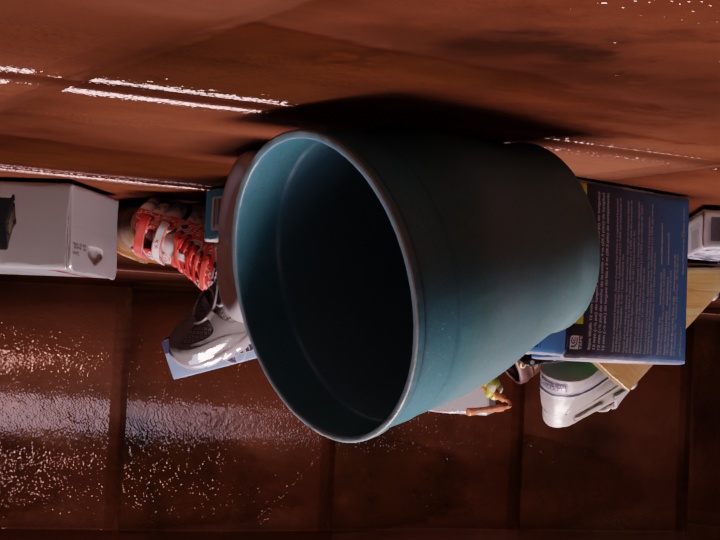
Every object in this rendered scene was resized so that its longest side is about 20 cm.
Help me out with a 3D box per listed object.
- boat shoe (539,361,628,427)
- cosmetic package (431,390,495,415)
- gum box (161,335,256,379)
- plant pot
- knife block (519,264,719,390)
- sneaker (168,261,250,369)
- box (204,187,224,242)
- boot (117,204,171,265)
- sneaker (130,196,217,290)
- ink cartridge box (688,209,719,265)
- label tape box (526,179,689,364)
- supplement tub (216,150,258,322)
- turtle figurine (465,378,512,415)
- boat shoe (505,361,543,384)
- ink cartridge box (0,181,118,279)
[{"bbox_3d":[0.250,0.110,1.825,0.071,0.070,0.200,19,-153,32],"label":"boat shoe"},{"bbox_3d":[0.098,0.053,1.907,0.101,0.200,0.071,3,178,11],"label":"cosmetic package"},{"bbox_3d":[-0.075,0.046,1.748,0.170,0.045,0.200,-15,-175,26],"label":"gum box"},{"bbox_3d":[0.048,-0.007,1.157,0.188,0.200,0.200,-14,-173,-34],"label":"plant pot"},{"bbox_3d":[0.222,0.022,1.691,0.176,0.200,0.064,43,180,-6],"label":"knife block"},{"bbox_3d":[-0.105,-0.002,1.539,0.082,0.200,0.075,39,-175,-39],"label":"sneaker"},{"bbox_3d":[-0.038,-0.044,1.641,0.200,0.049,0.082,5,176,-30],"label":"box"},{"bbox_3d":[-0.172,-0.030,1.854,0.200,0.074,0.155,17,171,-19],"label":"boot"},{"bbox_3d":[-0.163,-0.012,1.677,0.108,0.067,0.201,7,-157,-14],"label":"sneaker"},{"bbox_3d":[0.405,-0.027,1.652,0.200,0.043,0.198,1,176,3],"label":"ink cartridge box"},{"bbox_3d":[0.186,0.003,1.449,0.200,0.144,0.066,5,175,-41],"label":"label tape box"},{"bbox_3d":[-0.001,-0.020,1.338,0.200,0.132,0.132,5,176,-17],"label":"supplement tub"},{"bbox_3d":[0.061,0.070,1.783,0.200,0.064,0.161,19,-162,-9],"label":"turtle figurine"},{"bbox_3d":[0.125,0.031,1.772,0.200,0.070,0.070,48,172,-18],"label":"boat shoe"},{"bbox_3d":[-0.347,-0.040,1.691,0.200,0.083,0.146,2,176,10],"label":"ink cartridge box"}]
